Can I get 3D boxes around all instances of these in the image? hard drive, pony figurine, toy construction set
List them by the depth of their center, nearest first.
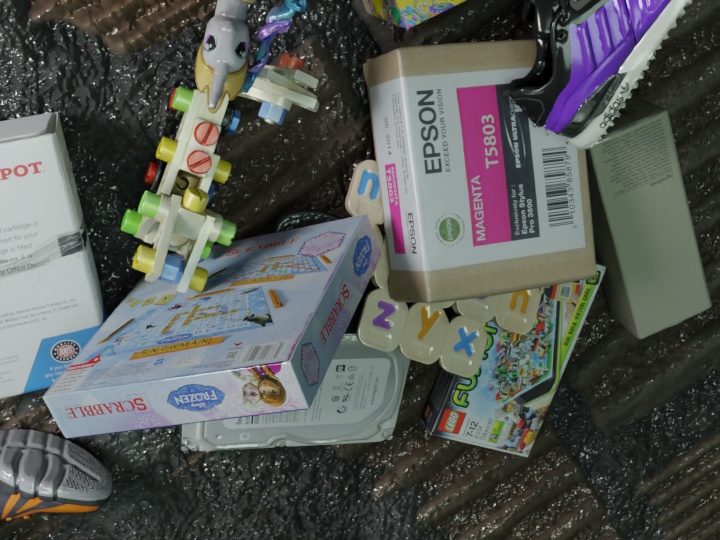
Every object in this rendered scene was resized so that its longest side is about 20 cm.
[{"bbox_3d":[-0.082,-0.233,0.695,0.164,0.195,0.201,8,136,-11],"label":"pony figurine"},{"bbox_3d":[-0.116,-0.085,0.778,0.092,0.131,0.201,34,86,-19],"label":"toy construction set"},{"bbox_3d":[-0.058,0.097,0.895,0.197,0.038,0.141,0,128,-14],"label":"hard drive"}]

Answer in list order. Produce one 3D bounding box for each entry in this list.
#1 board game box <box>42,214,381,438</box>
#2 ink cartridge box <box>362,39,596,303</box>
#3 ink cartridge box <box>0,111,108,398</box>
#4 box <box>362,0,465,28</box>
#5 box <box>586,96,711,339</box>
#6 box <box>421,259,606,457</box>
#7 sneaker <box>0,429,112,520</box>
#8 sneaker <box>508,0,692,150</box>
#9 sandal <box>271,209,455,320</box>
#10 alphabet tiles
[{"bbox_3d":[-0.102,0.038,0.758,0.198,0.200,0.042,-9,118,23],"label":"board game box"},{"bbox_3d":[0.100,-0.082,0.835,0.163,0.075,0.203,-9,95,-21],"label":"ink cartridge box"},{"bbox_3d":[-0.284,-0.009,0.796,0.143,0.084,0.202,-12,113,-10],"label":"ink cartridge box"},{"bbox_3d":[0.066,-0.318,0.754,0.191,0.122,0.202,-27,114,-4],"label":"box"},{"bbox_3d":[0.251,-0.047,0.927,0.081,0.068,0.202,-22,113,-5],"label":"box"},{"bbox_3d":[0.142,0.070,0.960,0.109,0.035,0.202,14,105,-18],"label":"box"},{"bbox_3d":[-0.317,0.199,0.876,0.198,0.078,0.113,13,110,-7],"label":"sneaker"},{"bbox_3d":[0.176,-0.195,0.755,0.099,0.070,0.202,22,110,-13],"label":"sneaker"},{"bbox_3d":[0.000,0.001,0.898,0.199,0.048,0.076,24,101,-32],"label":"sandal"},{"bbox_3d":[0.073,-0.017,0.872,0.198,0.015,0.198,18,85,-20],"label":"alphabet tiles"}]
